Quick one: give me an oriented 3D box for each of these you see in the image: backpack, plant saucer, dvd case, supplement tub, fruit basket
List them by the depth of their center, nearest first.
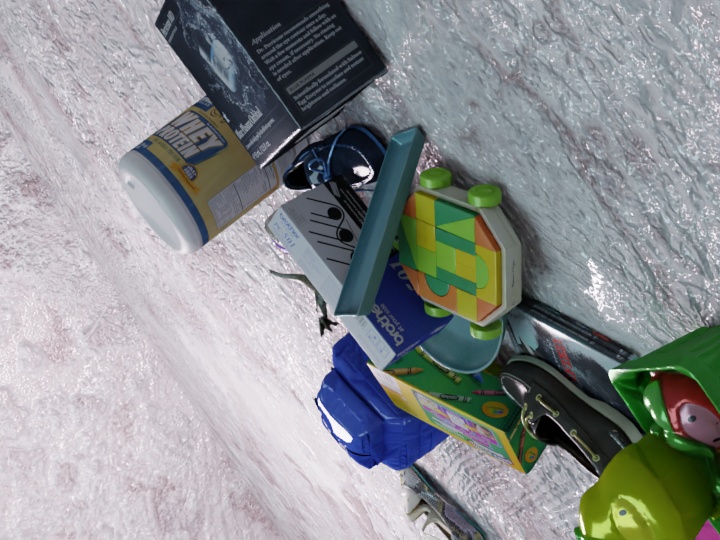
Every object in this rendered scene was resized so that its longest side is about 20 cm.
[{"bbox_3d":[0.272,0.165,1.100,0.216,0.215,0.155,54,163,-6],"label":"fruit basket"},{"bbox_3d":[0.021,-0.046,1.370,0.019,0.201,0.070,20,171,-19],"label":"plant saucer"},{"bbox_3d":[0.225,0.105,1.393,0.200,0.022,0.146,33,154,50],"label":"dvd case"},{"bbox_3d":[0.095,0.011,1.444,0.200,0.036,0.201,37,139,40],"label":"plant saucer"},{"bbox_3d":[-0.177,-0.131,1.641,0.145,0.200,0.145,44,161,20],"label":"supplement tub"},{"bbox_3d":[0.030,0.169,1.776,0.163,0.167,0.200,51,168,24],"label":"backpack"}]

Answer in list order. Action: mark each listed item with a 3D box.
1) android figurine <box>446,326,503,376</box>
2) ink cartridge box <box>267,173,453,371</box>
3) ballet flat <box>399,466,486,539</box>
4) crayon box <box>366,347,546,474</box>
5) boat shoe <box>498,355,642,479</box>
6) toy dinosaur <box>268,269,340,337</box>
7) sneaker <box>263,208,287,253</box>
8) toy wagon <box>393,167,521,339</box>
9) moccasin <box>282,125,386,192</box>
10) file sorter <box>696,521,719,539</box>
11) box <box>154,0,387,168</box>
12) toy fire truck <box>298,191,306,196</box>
[{"bbox_3d":[0.082,0.074,1.597,0.200,0.041,0.182,39,163,-6],"label":"android figurine"},{"bbox_3d":[0.000,0.000,1.435,0.200,0.094,0.044,52,143,10],"label":"ink cartridge box"},{"bbox_3d":[0.110,0.382,2.145,0.200,0.072,0.072,40,159,33],"label":"ballet flat"},{"bbox_3d":[0.114,0.150,1.572,0.199,0.058,0.119,25,161,31],"label":"crayon box"},{"bbox_3d":[0.204,0.151,1.400,0.201,0.060,0.072,31,153,50],"label":"boat shoe"},{"bbox_3d":[-0.037,0.040,1.705,0.200,0.047,0.088,11,136,54],"label":"toy dinosaur"},{"bbox_3d":[-0.050,-0.015,1.768,0.200,0.069,0.100,35,158,44],"label":"sneaker"},{"bbox_3d":[0.083,-0.023,1.362,0.200,0.039,0.156,24,126,44],"label":"toy wagon"},{"bbox_3d":[-0.029,-0.110,1.528,0.081,0.068,0.200,55,160,-8],"label":"moccasin"},{"bbox_3d":[0.349,0.323,1.335,0.139,0.125,0.200,43,160,28],"label":"file sorter"},{"bbox_3d":[-0.098,-0.231,1.389,0.200,0.117,0.197,54,162,-3],"label":"box"},{"bbox_3d":[-0.008,-0.057,1.614,0.141,0.049,0.200,52,163,0],"label":"toy fire truck"}]
